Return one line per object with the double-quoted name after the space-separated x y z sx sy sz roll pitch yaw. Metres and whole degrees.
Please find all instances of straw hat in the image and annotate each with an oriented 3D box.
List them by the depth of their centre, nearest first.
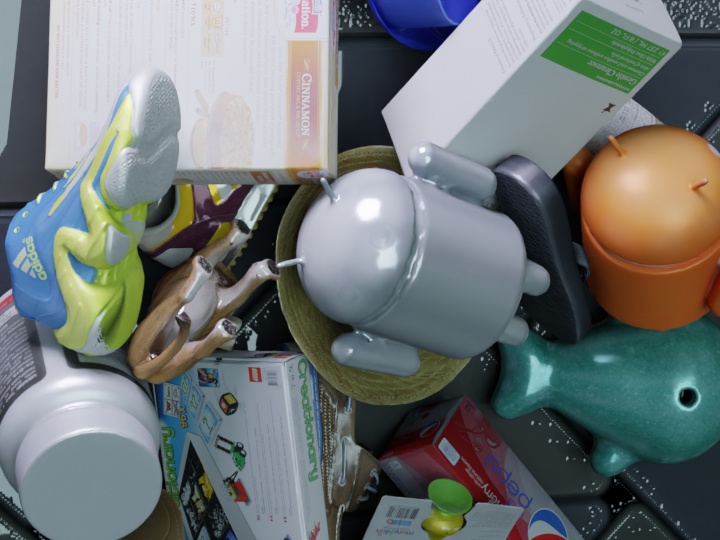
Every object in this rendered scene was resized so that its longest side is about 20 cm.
0.000 0.000 1.595 0.201 0.085 0.201 -2 93 -33 "straw hat"

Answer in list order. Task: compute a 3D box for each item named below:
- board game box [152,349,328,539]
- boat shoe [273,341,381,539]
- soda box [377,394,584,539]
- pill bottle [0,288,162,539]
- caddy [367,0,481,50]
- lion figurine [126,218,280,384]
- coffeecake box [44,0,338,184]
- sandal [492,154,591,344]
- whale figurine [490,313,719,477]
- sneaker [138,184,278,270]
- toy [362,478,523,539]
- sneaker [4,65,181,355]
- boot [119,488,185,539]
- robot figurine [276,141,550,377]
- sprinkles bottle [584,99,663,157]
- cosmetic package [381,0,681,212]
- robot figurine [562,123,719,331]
-0.089 0.159 1.580 0.035 0.126 0.200 -22 109 -55 "board game box"
-0.022 0.153 1.622 0.072 0.072 0.200 -5 100 -17 "boat shoe"
0.105 0.195 1.660 0.200 0.070 0.063 51 47 -17 "soda box"
-0.203 0.098 1.478 0.114 0.200 0.114 -7 121 -12 "pill bottle"
0.073 -0.262 1.577 0.141 0.105 0.200 4 98 -42 "caddy"
-0.125 0.035 1.479 0.122 0.200 0.072 -40 89 24 "lion figurine"
-0.117 -0.141 1.497 0.200 0.073 0.154 0 84 5 "coffeecake box"
0.145 -0.013 1.568 0.043 0.076 0.200 -40 146 -18 "sandal"
0.207 0.089 1.668 0.200 0.104 0.159 6 97 -14 "whale figurine"
-0.101 -0.094 1.560 0.090 0.075 0.200 26 89 -25 "sneaker"
0.037 0.231 1.639 0.115 0.047 0.200 7 135 -19 "toy"
-0.191 -0.047 1.430 0.105 0.076 0.200 15 91 24 "sneaker"
-0.157 0.253 1.592 0.077 0.200 0.155 -38 154 -45 "boot"
0.037 -0.004 1.501 0.200 0.113 0.170 20 93 -32 "robot figurine"
0.190 -0.111 1.651 0.200 0.068 0.068 34 87 -19 "sprinkles bottle"
0.121 -0.138 1.529 0.108 0.085 0.200 17 129 -35 "cosmetic package"
0.223 -0.031 1.571 0.117 0.200 0.144 -15 60 0 "robot figurine"
